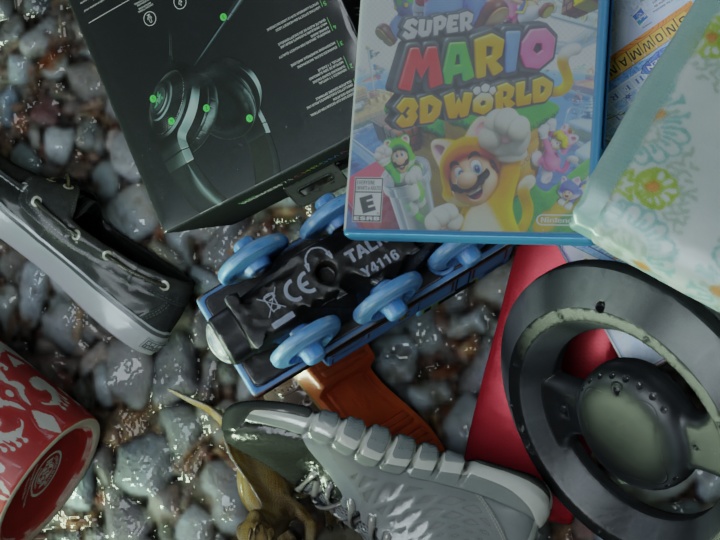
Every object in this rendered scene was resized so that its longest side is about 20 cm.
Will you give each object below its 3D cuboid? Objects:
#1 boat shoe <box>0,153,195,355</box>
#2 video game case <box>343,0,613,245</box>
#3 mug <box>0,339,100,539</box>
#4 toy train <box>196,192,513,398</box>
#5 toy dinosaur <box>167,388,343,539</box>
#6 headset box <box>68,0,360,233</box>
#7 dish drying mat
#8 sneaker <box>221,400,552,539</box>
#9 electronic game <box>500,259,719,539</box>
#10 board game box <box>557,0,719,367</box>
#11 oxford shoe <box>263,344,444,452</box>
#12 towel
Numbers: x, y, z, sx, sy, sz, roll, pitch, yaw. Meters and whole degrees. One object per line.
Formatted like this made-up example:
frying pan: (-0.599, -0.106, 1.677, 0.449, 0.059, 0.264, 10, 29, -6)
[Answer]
boat shoe: (-0.189, -0.028, 1.515, 0.200, 0.069, 0.057, 41, 102, 11)
video game case: (0.067, -0.115, 1.295, 0.143, 0.018, 0.201, 1, 80, 17)
mug: (-0.279, 0.093, 1.553, 0.200, 0.178, 0.134, 34, 71, 15)
toy train: (0.000, 0.000, 1.361, 0.200, 0.114, 0.087, -32, 76, -8)
toy dinosaur: (-0.058, 0.132, 1.451, 0.058, 0.200, 0.101, -37, 120, 5)
headset box: (-0.064, -0.136, 1.426, 0.174, 0.093, 0.201, -27, 83, 25)
dish drying mat: (0.117, 0.047, 1.396, 0.077, 0.018, 0.201, 18, 100, 19)
sneaker: (0.005, 0.150, 1.348, 0.199, 0.075, 0.116, 16, 81, 0)
electronic game: (0.158, 0.085, 1.309, 0.200, 0.042, 0.201, 29, 135, 33)
board game box: (0.193, -0.072, 1.325, 0.200, 0.041, 0.200, -31, 82, 20)
oxford shoe: (-0.003, 0.112, 1.442, 0.073, 0.071, 0.200, -41, 73, 45)
towel: (0.229, -0.064, 1.224, 0.171, 0.048, 0.200, 28, 73, 15)
